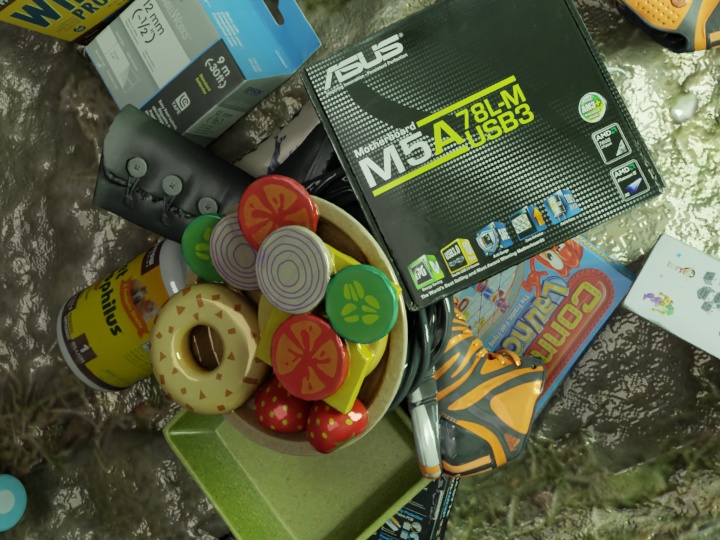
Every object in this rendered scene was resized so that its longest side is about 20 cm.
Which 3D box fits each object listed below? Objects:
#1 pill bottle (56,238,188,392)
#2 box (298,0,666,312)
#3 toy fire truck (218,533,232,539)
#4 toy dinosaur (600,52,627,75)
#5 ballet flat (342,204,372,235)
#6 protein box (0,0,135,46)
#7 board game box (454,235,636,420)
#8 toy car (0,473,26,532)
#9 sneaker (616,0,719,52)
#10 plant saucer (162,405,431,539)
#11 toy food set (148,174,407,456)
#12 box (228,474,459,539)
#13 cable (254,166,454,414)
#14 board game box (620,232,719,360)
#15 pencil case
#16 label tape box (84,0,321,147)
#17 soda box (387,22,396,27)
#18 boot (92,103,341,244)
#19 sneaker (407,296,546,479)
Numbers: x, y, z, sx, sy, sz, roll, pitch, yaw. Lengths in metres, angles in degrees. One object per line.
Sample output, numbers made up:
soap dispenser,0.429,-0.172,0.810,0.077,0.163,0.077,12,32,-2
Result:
pill bottle,-0.193,0.034,0.856,0.199,0.109,0.110,-28,81,21
box,0.084,-0.097,0.625,0.199,0.048,0.194,-24,86,3
toy fire truck,-0.106,0.322,0.781,0.175,0.200,0.130,19,99,21
toy dinosaur,0.107,-0.155,0.730,0.199,0.077,0.103,-31,59,8
ballet flat,0.000,0.000,0.733,0.067,0.064,0.202,10,85,32
protein box,-0.301,-0.349,0.838,0.134,0.200,0.200,-27,82,21
board game box,0.102,0.030,0.761,0.195,0.056,0.201,38,105,18
toy car,-0.446,0.339,0.973,0.183,0.177,0.201,-6,119,35
sneaker,0.237,-0.265,0.675,0.111,0.077,0.201,-21,84,21
plant saucer,-0.050,0.154,0.778,0.200,0.048,0.200,-45,73,15
toy food set,-0.058,0.037,0.629,0.199,0.049,0.199,29,109,22
box,-0.017,0.212,0.823,0.199,0.046,0.160,17,98,21
cable,-0.005,0.023,0.674,0.162,0.051,0.202,-12,82,11
board game box,0.298,0.047,0.632,0.199,0.147,0.065,30,100,18
pencil case,-0.050,-0.113,0.810,0.200,0.090,0.078,-37,107,20
label tape box,-0.157,-0.219,0.856,0.199,0.066,0.144,-35,79,22
soda box,0.069,-0.096,0.694,0.068,0.064,0.201,-35,80,36
boot,-0.122,-0.092,0.756,0.199,0.066,0.166,28,101,12
sneaker,0.087,0.062,0.706,0.111,0.078,0.202,-10,74,1
